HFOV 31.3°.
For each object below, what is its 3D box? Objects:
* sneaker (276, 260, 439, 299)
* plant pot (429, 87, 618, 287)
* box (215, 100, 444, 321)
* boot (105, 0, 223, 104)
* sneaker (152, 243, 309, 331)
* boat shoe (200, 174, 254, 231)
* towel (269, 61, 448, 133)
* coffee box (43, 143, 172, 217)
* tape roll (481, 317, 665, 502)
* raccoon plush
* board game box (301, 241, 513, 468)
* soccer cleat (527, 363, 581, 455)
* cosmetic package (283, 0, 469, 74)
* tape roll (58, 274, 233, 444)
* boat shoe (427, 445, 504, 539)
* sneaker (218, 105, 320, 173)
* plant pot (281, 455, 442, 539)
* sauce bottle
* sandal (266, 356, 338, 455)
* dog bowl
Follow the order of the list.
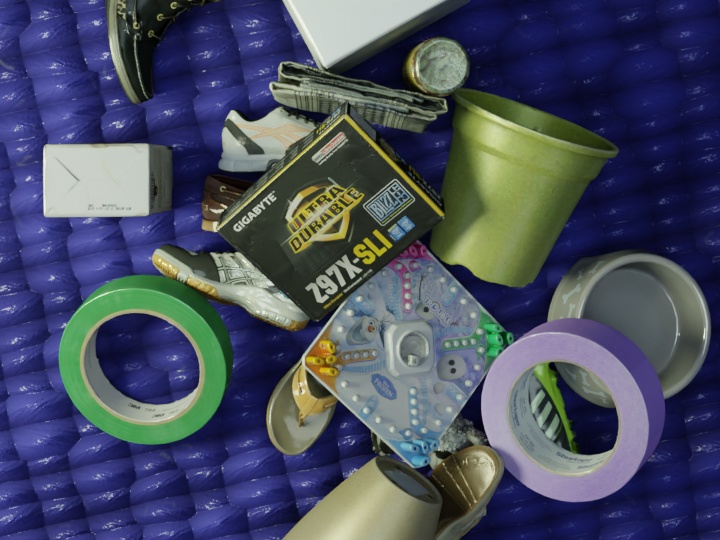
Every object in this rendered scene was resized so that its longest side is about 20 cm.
[{"bbox_3d":[0.000,0.000,1.493,0.199,0.087,0.075,-3,90,-19],"label":"sneaker"},{"bbox_3d":[0.168,-0.089,1.476,0.200,0.200,0.185,19,106,-3],"label":"plant pot"},{"bbox_3d":[-0.032,-0.061,1.399,0.200,0.049,0.160,-39,111,20],"label":"box"},{"bbox_3d":[-0.213,-0.301,1.485,0.153,0.073,0.204,-6,92,4],"label":"boot"},{"bbox_3d":[-0.146,0.000,1.530,0.199,0.076,0.088,22,81,-9],"label":"sneaker"},{"bbox_3d":[-0.089,-0.075,1.516,0.199,0.070,0.071,5,99,-2],"label":"boat shoe"},{"bbox_3d":[-0.006,-0.187,1.442,0.192,0.200,0.035,13,89,-4],"label":"towel"},{"bbox_3d":[-0.279,-0.102,1.443,0.114,0.200,0.080,0,94,-2],"label":"coffee box"},{"bbox_3d":[0.241,0.158,1.464,0.200,0.066,0.201,8,107,27],"label":"tape roll"},{"bbox_3d":[0.083,0.145,1.520,0.133,0.097,0.201,-1,111,-7],"label":"raccoon plush"},{"bbox_3d":[0.061,0.090,1.460,0.200,0.026,0.200,44,71,-21],"label":"board game box"},{"bbox_3d":[0.217,0.186,1.559,0.081,0.068,0.201,-17,90,10],"label":"soccer cleat"},{"bbox_3d":[0.019,-0.317,1.431,0.199,0.200,0.123,-29,96,1],"label":"cosmetic package"},{"bbox_3d":[-0.252,0.106,1.514,0.200,0.048,0.201,2,111,5],"label":"tape roll"},{"bbox_3d":[0.114,0.278,1.529,0.200,0.065,0.072,-55,51,30],"label":"boat shoe"},{"bbox_3d":[-0.068,-0.155,1.508,0.199,0.074,0.080,-1,94,-2],"label":"sneaker"},{"bbox_3d":[0.005,0.323,1.486,0.187,0.187,0.200,31,102,-4],"label":"plant pot"},{"bbox_3d":[0.080,-0.225,1.441,0.064,0.200,0.065,0,96,-2],"label":"sauce bottle"},{"bbox_3d":[-0.045,0.134,1.546,0.080,0.054,0.200,37,93,-6],"label":"sandal"},{"bbox_3d":[0.325,0.068,1.526,0.199,0.059,0.201,0,90,-14],"label":"dog bowl"}]
